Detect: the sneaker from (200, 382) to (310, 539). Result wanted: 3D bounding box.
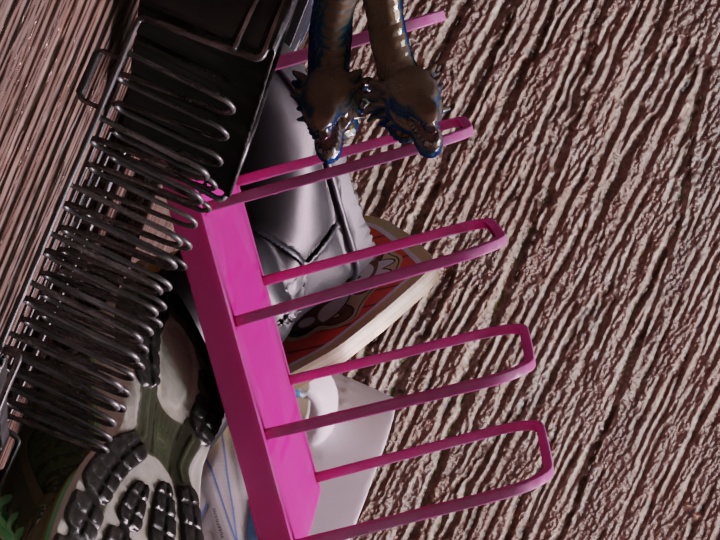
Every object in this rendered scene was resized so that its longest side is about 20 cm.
[{"bbox_3d":[-0.079,0.102,1.082,0.075,0.086,0.201,-55,-160,42],"label":"sneaker"}]

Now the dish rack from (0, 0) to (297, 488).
[{"bbox_3d":[-0.086,0.007,0.719,0.153,0.054,0.201,116,-4,-73],"label":"dish rack"}]

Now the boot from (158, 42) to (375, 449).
[{"bbox_3d":[-0.086,0.002,1.009,0.200,0.065,0.166,-47,128,-27],"label":"boot"}]

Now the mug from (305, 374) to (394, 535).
[{"bbox_3d":[-0.079,0.097,1.286,0.200,0.174,0.148,114,-3,-52],"label":"mug"}]

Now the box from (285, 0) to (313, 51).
[{"bbox_3d":[-0.028,-0.189,1.167,0.200,0.043,0.161,-72,-175,-68],"label":"box"}]

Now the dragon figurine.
[{"bbox_3d":[-0.012,-0.133,0.755,0.100,0.058,0.201,101,-22,-58],"label":"dragon figurine"}]

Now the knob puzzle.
[{"bbox_3d":[-0.056,0.014,1.138,0.220,0.218,0.031,-71,143,-58],"label":"knob puzzle"}]

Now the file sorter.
[{"bbox_3d":[0.000,0.000,0.911,0.139,0.124,0.202,-73,148,-83],"label":"file sorter"}]

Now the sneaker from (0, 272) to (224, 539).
[{"bbox_3d":[-0.109,0.091,0.828,0.088,0.077,0.201,-24,-150,24],"label":"sneaker"}]
